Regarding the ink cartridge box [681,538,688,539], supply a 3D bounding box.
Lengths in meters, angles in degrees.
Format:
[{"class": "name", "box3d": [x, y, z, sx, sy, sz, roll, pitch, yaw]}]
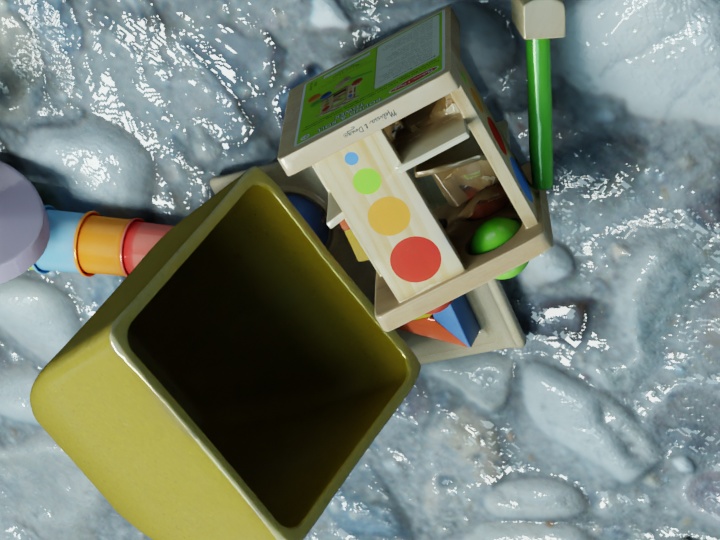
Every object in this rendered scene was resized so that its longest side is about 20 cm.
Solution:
[{"class": "ink cartridge box", "box3d": [0.250, 0.320, 1.687, 0.200, 0.043, 0.196, 44, 132, -6]}]

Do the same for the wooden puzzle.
[{"class": "wooden puzzle", "box3d": [0.000, 0.000, 1.571, 0.199, 0.046, 0.186, -10, 119, 33]}]

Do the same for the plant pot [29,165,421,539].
[{"class": "plant pot", "box3d": [-0.119, 0.081, 1.545, 0.200, 0.194, 0.196, -23, 112, 46]}]

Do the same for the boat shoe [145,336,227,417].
[{"class": "boat shoe", "box3d": [-0.118, 0.096, 1.698, 0.060, 0.072, 0.202, -28, 101, -8]}]

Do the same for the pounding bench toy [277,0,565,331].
[{"class": "pounding bench toy", "box3d": [0.073, -0.077, 1.418, 0.199, 0.124, 0.156, -27, 112, 14]}]

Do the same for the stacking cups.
[{"class": "stacking cups", "box3d": [-0.225, -0.026, 1.665, 0.199, 0.061, 0.061, 3, 125, 22]}]

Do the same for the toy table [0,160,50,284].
[{"class": "toy table", "box3d": [-0.336, -0.072, 1.622, 0.199, 0.184, 0.117, 3, 143, 16]}]
